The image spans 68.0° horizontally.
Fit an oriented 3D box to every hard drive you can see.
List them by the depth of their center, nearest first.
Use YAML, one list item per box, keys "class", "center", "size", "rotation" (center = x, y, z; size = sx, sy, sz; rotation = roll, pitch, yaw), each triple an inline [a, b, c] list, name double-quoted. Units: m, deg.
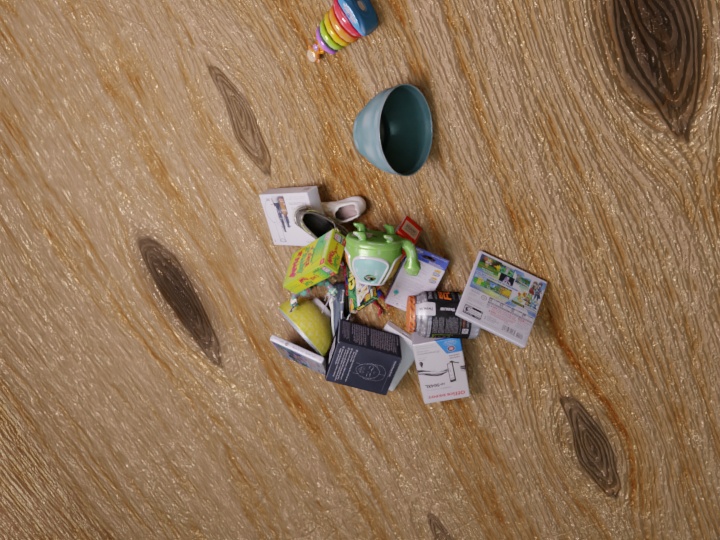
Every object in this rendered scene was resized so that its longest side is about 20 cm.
- class: "hard drive"
  center: [0.093, 0.267, 1.645]
  size: [0.129, 0.026, 0.203]
  rotation: [31, 120, 2]

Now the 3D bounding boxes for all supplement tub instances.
- class: "supplement tub"
  center: [0.223, 0.120, 1.445]
  size: [0.191, 0.124, 0.127]
  rotation: [1, 118, -2]

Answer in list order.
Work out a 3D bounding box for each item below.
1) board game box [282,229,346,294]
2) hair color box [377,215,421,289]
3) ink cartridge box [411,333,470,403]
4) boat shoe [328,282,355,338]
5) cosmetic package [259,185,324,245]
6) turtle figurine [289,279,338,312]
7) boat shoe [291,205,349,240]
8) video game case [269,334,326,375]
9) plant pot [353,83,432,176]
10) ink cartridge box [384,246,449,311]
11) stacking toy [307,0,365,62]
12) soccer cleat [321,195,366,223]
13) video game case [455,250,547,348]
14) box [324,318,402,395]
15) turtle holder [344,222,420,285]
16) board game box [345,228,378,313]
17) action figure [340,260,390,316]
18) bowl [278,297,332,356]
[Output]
- class: "board game box"
  center: [-0.120, -0.020, 1.374]
  size: [0.047, 0.105, 0.197]
  rotation: [30, 146, -27]
- class: "hair color box"
  center: [0.078, -0.040, 1.450]
  size: [0.063, 0.111, 0.202]
  rotation: [36, 121, -2]
- class: "ink cartridge box"
  center: [0.235, 0.271, 1.550]
  size: [0.140, 0.085, 0.207]
  rotation: [-11, 111, 10]
- class: "boat shoe"
  center: [-0.053, 0.134, 1.601]
  size: [0.059, 0.075, 0.208]
  rotation: [-2, 105, 14]
- class: "cosmetic package"
  center: [-0.184, -0.149, 1.486]
  size: [0.195, 0.051, 0.156]
  rotation: [4, 120, 40]
- class: "turtle figurine"
  center: [-0.132, 0.042, 1.509]
  size: [0.144, 0.201, 0.104]
  rotation: [-4, 116, 20]
- class: "boat shoe"
  center: [-0.090, -0.101, 1.400]
  size: [0.198, 0.060, 0.074]
  rotation: [30, 91, -30]
- class: "video game case"
  center: [-0.184, 0.269, 1.669]
  size: [0.177, 0.024, 0.201]
  rotation: [22, 161, 11]
- class: "plant pot"
  center: [0.064, -0.333, 1.280]
  size: [0.131, 0.198, 0.207]
  rotation: [11, 123, 43]
- class: "ink cartridge box"
  center: [0.156, 0.025, 1.487]
  size: [0.116, 0.042, 0.204]
  rotation: [21, 123, -5]
- class: "stacking toy"
  center: [-0.064, -0.561, 1.261]
  size: [0.197, 0.110, 0.117]
  rotation: [-27, 108, 39]
- class: "soccer cleat"
  center: [-0.076, -0.155, 1.465]
  size: [0.194, 0.078, 0.071]
  rotation: [-16, 110, 25]
- class: "video game case"
  center: [0.366, 0.073, 1.388]
  size: [0.194, 0.187, 0.022]
  rotation: [24, 166, 5]
- class: "box"
  center: [0.008, 0.254, 1.561]
  size: [0.193, 0.108, 0.152]
  rotation: [16, 121, -9]
- class: "turtle holder"
  center: [0.049, -0.039, 1.327]
  size: [0.179, 0.141, 0.137]
  rotation: [-2, 107, -21]
- class: "board game box"
  center: [0.000, 0.000, 1.432]
  size: [0.023, 0.207, 0.104]
  rotation: [13, 147, -32]
- class: "action figure"
  center: [-0.001, 0.054, 1.534]
  size: [0.200, 0.099, 0.065]
  rotation: [47, 120, -5]
- class: "bowl"
  center: [-0.145, 0.149, 1.608]
  size: [0.108, 0.200, 0.201]
  rotation: [-43, 99, -13]
